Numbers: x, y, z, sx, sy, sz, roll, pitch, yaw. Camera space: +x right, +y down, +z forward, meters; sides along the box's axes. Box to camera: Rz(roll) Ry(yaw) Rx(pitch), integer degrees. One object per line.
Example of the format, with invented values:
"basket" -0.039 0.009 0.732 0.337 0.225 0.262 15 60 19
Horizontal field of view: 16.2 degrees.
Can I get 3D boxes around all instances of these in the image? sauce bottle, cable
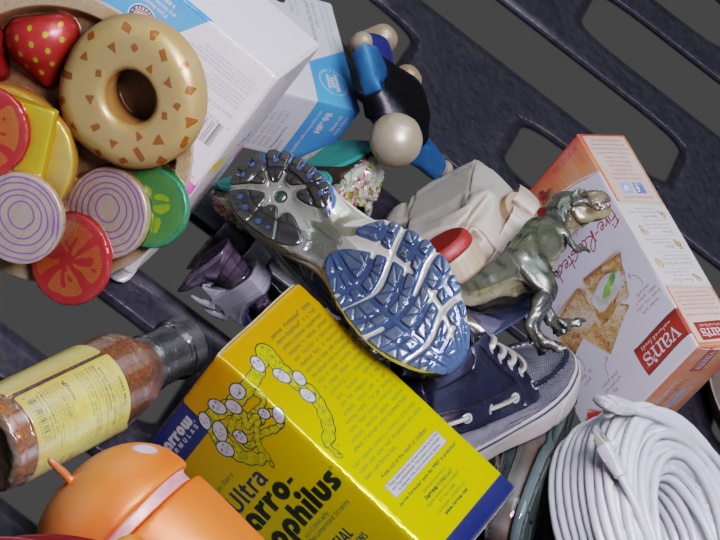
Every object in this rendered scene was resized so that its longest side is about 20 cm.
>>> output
"sauce bottle" -0.171 0.079 1.599 0.066 0.066 0.199 50 39 13
"cable" 0.209 0.190 1.760 0.199 0.069 0.201 10 62 -56

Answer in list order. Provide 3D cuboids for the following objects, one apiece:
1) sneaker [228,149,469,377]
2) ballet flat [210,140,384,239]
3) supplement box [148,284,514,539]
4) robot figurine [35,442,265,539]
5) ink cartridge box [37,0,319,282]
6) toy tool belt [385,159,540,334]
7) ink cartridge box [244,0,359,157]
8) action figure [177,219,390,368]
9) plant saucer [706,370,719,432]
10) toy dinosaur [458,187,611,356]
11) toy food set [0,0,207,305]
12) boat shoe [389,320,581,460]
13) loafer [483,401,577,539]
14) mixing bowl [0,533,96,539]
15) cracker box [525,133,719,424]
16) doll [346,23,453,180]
"sneaker" 0.000 0.000 1.685 0.077 0.085 0.200 -43 70 -9
"ballet flat" -0.039 -0.047 1.821 0.075 0.064 0.200 8 16 30
"supplement box" -0.020 0.129 1.640 0.200 0.109 0.109 43 37 4
"robot figurine" -0.112 0.184 1.500 0.200 0.117 0.144 44 37 5
"ink cartridge box" -0.146 -0.106 1.713 0.128 0.200 0.125 40 20 0
"toy tool belt" 0.089 0.005 1.839 0.123 0.124 0.200 57 12 -15
"ink cartridge box" -0.108 -0.160 1.886 0.199 0.067 0.116 12 47 -32
"action figure" -0.031 0.048 1.750 0.200 0.069 0.130 39 30 -8
"plant saucer" 0.351 0.124 2.021 0.199 0.032 0.201 23 40 -21
"toy dinosaur" 0.121 0.011 1.757 0.200 0.047 0.089 -35 103 -50
"toy food set" -0.200 -0.081 1.635 0.198 0.199 0.049 16 15 7
"boat shoe" 0.089 0.070 1.741 0.074 0.093 0.200 19 33 30
"loafer" 0.107 0.134 1.791 0.062 0.072 0.200 13 32 10
"mixing bowl" -0.157 0.225 1.382 0.200 0.200 0.108 44 22 5
"cracker box" 0.188 0.016 1.907 0.057 0.134 0.201 -2 53 -41
"doll" 0.028 -0.124 1.914 0.137 0.048 0.200 57 9 -18
